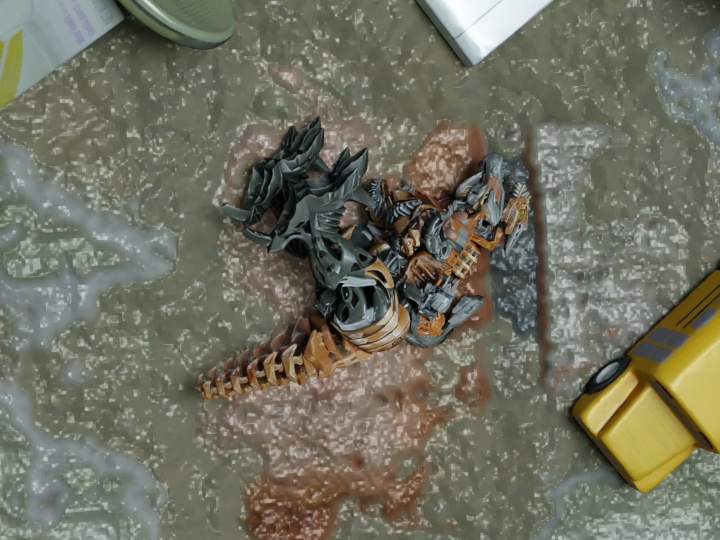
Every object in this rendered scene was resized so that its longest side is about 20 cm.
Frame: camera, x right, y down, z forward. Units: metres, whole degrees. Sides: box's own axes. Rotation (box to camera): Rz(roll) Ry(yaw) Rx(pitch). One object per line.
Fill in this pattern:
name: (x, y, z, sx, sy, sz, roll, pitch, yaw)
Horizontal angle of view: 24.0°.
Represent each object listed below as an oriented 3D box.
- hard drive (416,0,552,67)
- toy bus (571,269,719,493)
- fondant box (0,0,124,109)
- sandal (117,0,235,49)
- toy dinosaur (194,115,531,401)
hard drive: (0.050, -0.233, 0.930, 0.132, 0.027, 0.201, -39, 99, -6)
toy bus: (0.215, 0.039, 0.952, 0.200, 0.078, 0.065, -42, 100, -6)
fondant box: (-0.232, -0.125, 0.826, 0.199, 0.145, 0.058, -36, 55, -6)
sandal: (-0.105, -0.209, 0.844, 0.057, 0.080, 0.203, -12, 96, 35)
toy dinosaur: (0.000, 0.000, 0.907, 0.200, 0.102, 0.136, -47, 119, -26)
